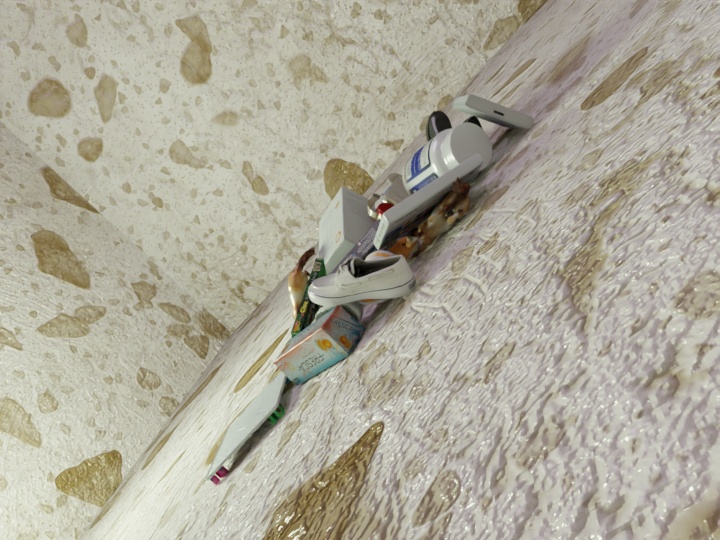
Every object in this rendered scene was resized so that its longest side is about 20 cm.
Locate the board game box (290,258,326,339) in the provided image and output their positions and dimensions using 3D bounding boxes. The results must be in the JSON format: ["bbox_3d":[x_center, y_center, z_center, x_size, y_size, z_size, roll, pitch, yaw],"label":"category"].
[{"bbox_3d":[-0.101,0.083,1.238,0.106,0.023,0.202,81,-163,-44],"label":"board game box"}]

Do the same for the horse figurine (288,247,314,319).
[{"bbox_3d":[-0.135,0.052,1.400,0.133,0.049,0.205,-53,-36,-75],"label":"horse figurine"}]

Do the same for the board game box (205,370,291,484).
[{"bbox_3d":[-0.206,0.293,1.166,0.200,0.026,0.200,-47,9,9],"label":"board game box"}]

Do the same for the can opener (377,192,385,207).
[{"bbox_3d":[0.106,-0.182,1.540,0.062,0.080,0.200,-8,21,33],"label":"can opener"}]

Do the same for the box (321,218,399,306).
[{"bbox_3d":[0.000,0.000,1.206,0.200,0.035,0.110,-48,-29,1],"label":"box"}]

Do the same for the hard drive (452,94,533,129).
[{"bbox_3d":[0.256,-0.313,1.191,0.200,0.129,0.027,-82,12,-75],"label":"hard drive"}]

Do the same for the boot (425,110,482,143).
[{"bbox_3d":[0.207,-0.299,1.340,0.071,0.186,0.200,-7,-7,-8],"label":"boot"}]

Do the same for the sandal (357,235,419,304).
[{"bbox_3d":[0.043,-0.017,1.093,0.078,0.060,0.208,-6,33,34],"label":"sandal"}]

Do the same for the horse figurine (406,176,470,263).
[{"bbox_3d":[0.134,-0.087,1.035,0.200,0.050,0.133,-49,-3,41],"label":"horse figurine"}]

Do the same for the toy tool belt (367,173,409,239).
[{"bbox_3d":[0.080,-0.122,1.354,0.201,0.123,0.125,-53,-21,-49],"label":"toy tool belt"}]

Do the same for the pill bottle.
[{"bbox_3d":[0.172,-0.212,1.208,0.116,0.116,0.200,-50,9,-21],"label":"pill bottle"}]

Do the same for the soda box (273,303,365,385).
[{"bbox_3d":[-0.077,0.135,1.068,0.199,0.068,0.064,-37,12,49],"label":"soda box"}]

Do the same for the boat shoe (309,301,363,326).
[{"bbox_3d":[-0.043,0.086,1.115,0.065,0.074,0.202,-55,4,-27],"label":"boat shoe"}]

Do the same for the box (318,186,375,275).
[{"bbox_3d":[-0.030,-0.078,1.414,0.125,0.096,0.202,-53,26,35],"label":"box"}]

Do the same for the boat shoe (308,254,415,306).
[{"bbox_3d":[-0.007,0.011,0.993,0.197,0.067,0.072,-4,32,33],"label":"boat shoe"}]

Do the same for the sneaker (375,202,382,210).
[{"bbox_3d":[0.040,-0.104,1.516,0.077,0.076,0.201,-37,12,32],"label":"sneaker"}]

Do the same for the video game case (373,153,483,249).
[{"bbox_3d":[0.115,-0.117,1.072,0.198,0.024,0.182,-34,-8,-10],"label":"video game case"}]
